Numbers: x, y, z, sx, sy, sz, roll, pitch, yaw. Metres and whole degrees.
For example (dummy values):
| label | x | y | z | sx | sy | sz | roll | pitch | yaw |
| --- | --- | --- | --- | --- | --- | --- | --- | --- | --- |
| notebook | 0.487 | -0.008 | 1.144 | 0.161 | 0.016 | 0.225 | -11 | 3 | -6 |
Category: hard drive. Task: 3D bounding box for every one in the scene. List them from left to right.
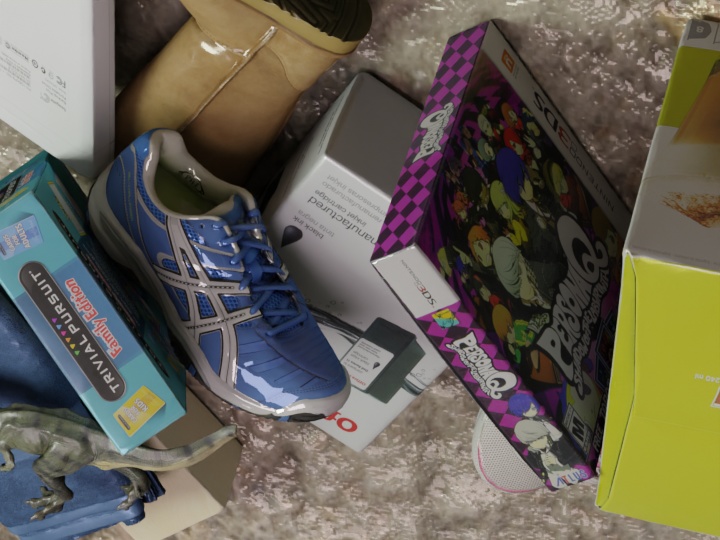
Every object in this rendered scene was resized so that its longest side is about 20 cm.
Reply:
| label | x | y | z | sx | sy | sz | roll | pitch | yaw |
| --- | --- | --- | --- | --- | --- | --- | --- | --- | --- |
| hard drive | -0.193 | -0.162 | 1.522 | 0.132 | 0.027 | 0.201 | 34 | 142 | 26 |

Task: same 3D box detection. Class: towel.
| label | x | y | z | sx | sy | sz | roll | pitch | yaw |
| --- | --- | --- | --- | --- | --- | --- | --- | --- | --- |
| towel | -0.217 | 0.088 | 1.688 | 0.111 | 0.049 | 0.200 | -16 | 124 | 23 |

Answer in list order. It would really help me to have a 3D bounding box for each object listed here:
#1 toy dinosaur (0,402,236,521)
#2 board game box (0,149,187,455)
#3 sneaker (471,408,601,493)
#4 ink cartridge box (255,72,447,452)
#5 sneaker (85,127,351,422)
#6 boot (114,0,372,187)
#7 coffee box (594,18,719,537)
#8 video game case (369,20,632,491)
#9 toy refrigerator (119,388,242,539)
| label | x | y | z | sx | sy | sz | roll | pitch | yaw |
| --- | --- | --- | --- | --- | --- | --- | --- | --- | --- |
| toy dinosaur | -0.170 | 0.114 | 1.631 | 0.199 | 0.048 | 0.088 | 9 | 138 | 11 |
| board game box | -0.161 | 0.013 | 1.554 | 0.047 | 0.200 | 0.151 | -34 | 100 | 3 |
| sneaker | 0.133 | 0.089 | 1.626 | 0.081 | 0.088 | 0.200 | 35 | 134 | -14 |
| ink cartridge box | 0.000 | 0.000 | 1.596 | 0.146 | 0.083 | 0.200 | 32 | 135 | -9 |
| sneaker | -0.079 | 0.004 | 1.520 | 0.200 | 0.076 | 0.077 | 46 | 138 | 10 |
| boot | -0.110 | -0.123 | 1.536 | 0.175 | 0.066 | 0.200 | 35 | 135 | -11 |
| coffee box | 0.246 | 0.017 | 1.438 | 0.199 | 0.198 | 0.201 | 11 | 134 | 10 |
| video game case | 0.088 | -0.010 | 1.472 | 0.036 | 0.200 | 0.181 | -21 | 121 | 32 |
| toy refrigerator | -0.171 | 0.083 | 1.750 | 0.076 | 0.070 | 0.200 | -27 | 119 | 29 |
